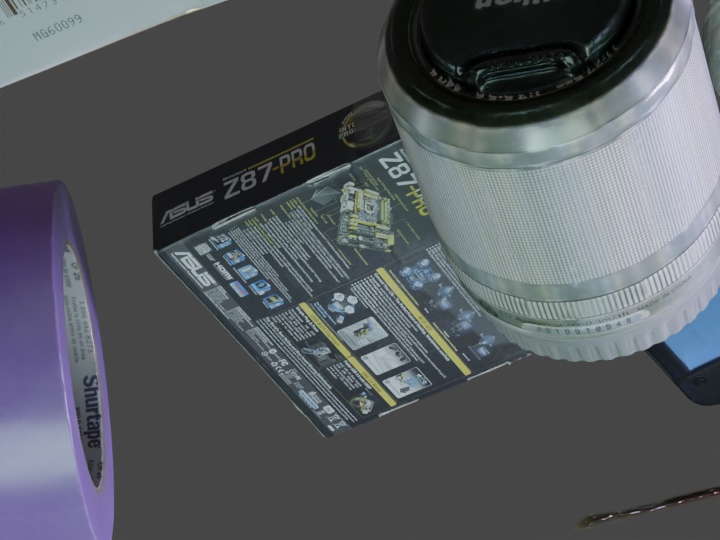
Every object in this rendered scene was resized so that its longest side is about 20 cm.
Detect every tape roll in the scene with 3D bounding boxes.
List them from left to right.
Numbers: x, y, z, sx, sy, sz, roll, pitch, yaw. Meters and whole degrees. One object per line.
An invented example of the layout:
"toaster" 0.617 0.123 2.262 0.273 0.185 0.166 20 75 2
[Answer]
"tape roll" -0.188 0.056 1.552 0.084 0.201 0.201 -6 138 0

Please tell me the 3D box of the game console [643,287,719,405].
"game console" 0.228 0.029 1.638 0.170 0.119 0.200 -27 134 20

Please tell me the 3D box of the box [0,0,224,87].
"box" -0.144 -0.196 1.281 0.151 0.201 0.107 -20 135 14

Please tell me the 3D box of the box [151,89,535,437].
"box" 0.000 0.000 1.628 0.160 0.049 0.200 -23 135 19

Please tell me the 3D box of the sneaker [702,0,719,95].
"sneaker" 0.214 -0.174 1.463 0.072 0.072 0.201 -31 140 -33

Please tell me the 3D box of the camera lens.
"camera lens" 0.104 -0.070 1.480 0.159 0.161 0.201 -14 137 8
